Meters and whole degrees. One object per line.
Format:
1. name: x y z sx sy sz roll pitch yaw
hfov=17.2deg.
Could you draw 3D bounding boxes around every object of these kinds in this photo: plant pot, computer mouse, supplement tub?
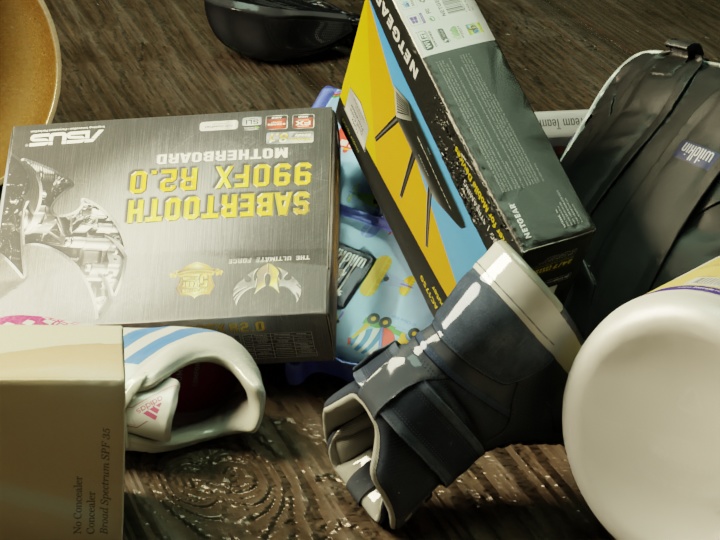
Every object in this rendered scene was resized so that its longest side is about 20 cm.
1. plant pot: -0.343 -0.147 1.732 0.186 0.187 0.200 -9 8 -32
2. computer mouse: -0.060 -0.215 2.154 0.199 0.053 0.138 0 17 -46
3. supplement tub: 0.209 0.061 1.219 0.145 0.146 0.200 15 22 32

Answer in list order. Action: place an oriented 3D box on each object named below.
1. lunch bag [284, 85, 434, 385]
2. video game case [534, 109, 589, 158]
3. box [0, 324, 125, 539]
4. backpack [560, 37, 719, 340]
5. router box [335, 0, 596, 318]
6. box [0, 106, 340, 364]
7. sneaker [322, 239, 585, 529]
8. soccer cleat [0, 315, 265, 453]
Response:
1. lunch bag: 0.000 0.000 1.443 0.150 0.094 0.200 20 48 17
2. video game case: 0.143 -0.073 1.644 0.181 0.024 0.200 -4 -13 -21
3. box: -0.216 0.080 1.174 0.199 0.095 0.078 -1 19 -7
4. backpack: 0.185 -0.014 1.404 0.177 0.151 0.200 23 67 46
5. router box: 0.055 -0.056 1.338 0.051 0.149 0.201 -16 62 -19
6. box: -0.112 -0.018 1.394 0.199 0.048 0.159 -3 51 6
7. sneaker: 0.062 0.080 1.249 0.077 0.146 0.202 46 0 35
8. soccer cleat: -0.145 0.064 1.268 0.199 0.070 0.086 -4 19 -21
